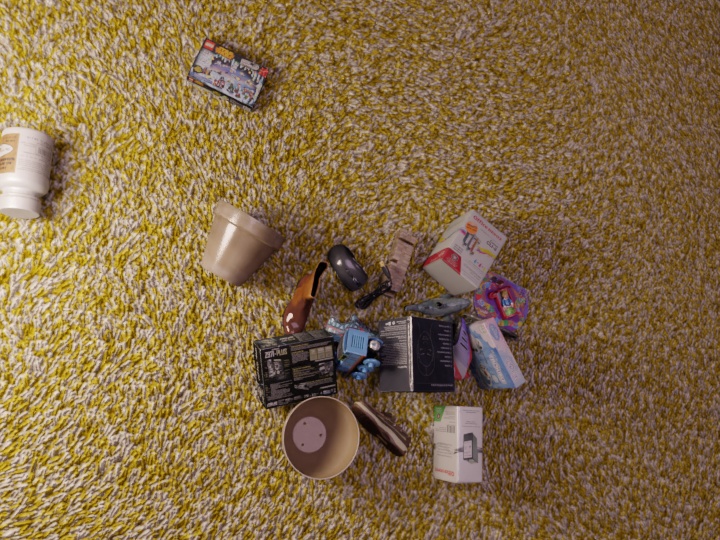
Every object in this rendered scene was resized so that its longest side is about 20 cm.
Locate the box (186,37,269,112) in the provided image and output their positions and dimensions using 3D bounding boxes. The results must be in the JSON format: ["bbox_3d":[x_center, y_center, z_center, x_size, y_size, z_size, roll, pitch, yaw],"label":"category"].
[{"bbox_3d":[-0.379,-0.561,1.725,0.199,0.040,0.138,23,71,-14],"label":"box"}]

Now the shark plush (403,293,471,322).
[{"bbox_3d":[0.223,0.097,1.777,0.199,0.083,0.091,11,75,-17],"label":"shark plush"}]

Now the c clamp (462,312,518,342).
[{"bbox_3d":[0.391,0.171,1.801,0.199,0.171,0.027,25,87,-1],"label":"c clamp"}]

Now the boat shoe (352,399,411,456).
[{"bbox_3d":[0.061,0.422,1.664,0.202,0.075,0.075,49,54,-11],"label":"boat shoe"}]

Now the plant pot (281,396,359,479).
[{"bbox_3d":[-0.118,0.429,1.556,0.199,0.134,0.202,4,77,-20],"label":"plant pot"}]

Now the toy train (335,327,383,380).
[{"bbox_3d":[-0.015,0.227,1.604,0.114,0.200,0.087,17,58,-11],"label":"toy train"}]

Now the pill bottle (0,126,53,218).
[{"bbox_3d":[-0.818,-0.234,1.458,0.114,0.114,0.201,4,77,-19],"label":"pill bottle"}]

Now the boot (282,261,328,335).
[{"bbox_3d":[-0.140,0.084,1.586,0.068,0.200,0.189,28,71,-12],"label":"boot"}]

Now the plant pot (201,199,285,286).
[{"bbox_3d":[-0.322,-0.060,1.574,0.199,0.200,0.174,30,87,-12],"label":"plant pot"}]

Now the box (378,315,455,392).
[{"bbox_3d":[0.157,0.238,1.665,0.199,0.123,0.198,13,71,-46],"label":"box"}]

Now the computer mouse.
[{"bbox_3d":[0.000,0.000,1.703,0.140,0.046,0.201,-31,89,10],"label":"computer mouse"}]

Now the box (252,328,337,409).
[{"bbox_3d":[-0.170,0.255,1.575,0.199,0.086,0.165,-9,102,-21],"label":"box"}]

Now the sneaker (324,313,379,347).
[{"bbox_3d":[-0.003,0.168,1.684,0.199,0.079,0.096,7,74,-18],"label":"sneaker"}]

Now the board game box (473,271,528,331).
[{"bbox_3d":[0.452,0.097,1.881,0.199,0.039,0.159,26,71,-12],"label":"board game box"}]

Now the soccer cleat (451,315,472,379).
[{"bbox_3d":[0.293,0.225,1.747,0.073,0.068,0.201,2,108,-6],"label":"soccer cleat"}]

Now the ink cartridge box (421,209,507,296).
[{"bbox_3d":[0.313,-0.052,1.808,0.145,0.145,0.200,38,68,-8],"label":"ink cartridge box"}]

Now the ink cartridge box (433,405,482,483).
[{"bbox_3d":[0.270,0.482,1.679,0.084,0.146,0.201,7,77,-19],"label":"ink cartridge box"}]

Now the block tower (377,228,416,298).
[{"bbox_3d":[0.109,-0.021,1.776,0.054,0.058,0.201,23,73,-13],"label":"block tower"}]

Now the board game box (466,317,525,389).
[{"bbox_3d":[0.364,0.244,1.734,0.043,0.199,0.201,-26,87,-22],"label":"board game box"}]
